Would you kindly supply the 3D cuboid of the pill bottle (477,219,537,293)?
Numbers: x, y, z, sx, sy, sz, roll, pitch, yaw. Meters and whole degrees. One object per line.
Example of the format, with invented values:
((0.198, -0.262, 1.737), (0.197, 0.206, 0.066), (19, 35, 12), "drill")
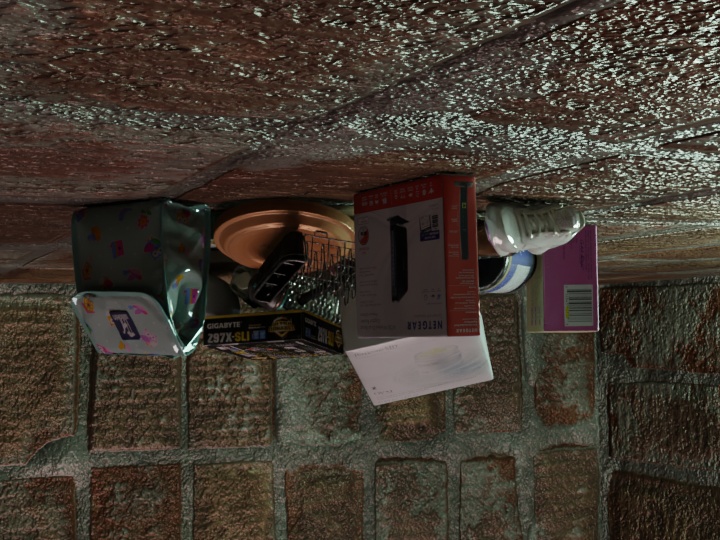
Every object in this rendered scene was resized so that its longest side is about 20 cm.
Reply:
((0.218, -0.020, 1.843), (0.110, 0.114, 0.199), (-3, 177, 26), "pill bottle")

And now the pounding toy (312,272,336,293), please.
((0.024, -0.015, 1.916), (0.183, 0.144, 0.199), (20, 162, -37), "pounding toy")

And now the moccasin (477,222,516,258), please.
((0.142, -0.051, 1.706), (0.199, 0.079, 0.074), (-7, -170, 26), "moccasin")

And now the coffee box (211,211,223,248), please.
((-0.182, -0.058, 1.643), (0.197, 0.045, 0.123), (0, 175, -10), "coffee box")

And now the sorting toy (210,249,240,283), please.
((-0.261, -0.025, 1.801), (0.195, 0.071, 0.200), (-1, 168, -1), "sorting toy")

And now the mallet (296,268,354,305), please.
((0.000, 0.000, 1.646), (0.198, 0.042, 0.066), (-28, -173, -17), "mallet")

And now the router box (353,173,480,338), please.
((0.063, -0.012, 1.341), (0.048, 0.183, 0.199), (0, 176, -31), "router box")

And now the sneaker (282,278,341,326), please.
((-0.071, 0.064, 1.850), (0.198, 0.071, 0.099), (25, 161, -26), "sneaker")

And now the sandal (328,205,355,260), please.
((-0.001, -0.048, 1.635), (0.077, 0.071, 0.211), (-3, 176, 25), "sandal")

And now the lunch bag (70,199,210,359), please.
((-0.290, 0.015, 1.500), (0.168, 0.204, 0.121), (-2, 177, 31), "lunch bag")

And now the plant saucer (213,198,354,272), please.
((-0.102, -0.040, 1.544), (0.197, 0.033, 0.201), (0, 156, 0), "plant saucer")

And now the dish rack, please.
((-0.034, 0.003, 1.537), (0.197, 0.055, 0.153), (9, 157, -21), "dish rack")

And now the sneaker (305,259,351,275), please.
((-0.049, -0.033, 1.761), (0.197, 0.072, 0.098), (-1, -153, 17), "sneaker")

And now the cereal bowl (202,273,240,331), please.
((-0.281, 0.040, 1.732), (0.197, 0.085, 0.200), (-1, 167, 0), "cereal bowl")

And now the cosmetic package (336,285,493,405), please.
((0.085, 0.094, 1.722), (0.196, 0.124, 0.201), (-13, 146, 8), "cosmetic package")

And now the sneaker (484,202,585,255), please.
((0.237, -0.068, 1.544), (0.099, 0.076, 0.199), (-20, 171, 34), "sneaker")

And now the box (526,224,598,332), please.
((0.348, 0.019, 1.970), (0.095, 0.179, 0.200), (0, 176, 0), "box")

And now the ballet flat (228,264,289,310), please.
((-0.155, 0.018, 1.682), (0.068, 0.069, 0.200), (23, 173, -14), "ballet flat")

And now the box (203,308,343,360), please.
((-0.127, 0.100, 1.721), (0.157, 0.050, 0.200), (-3, 169, 17), "box")
